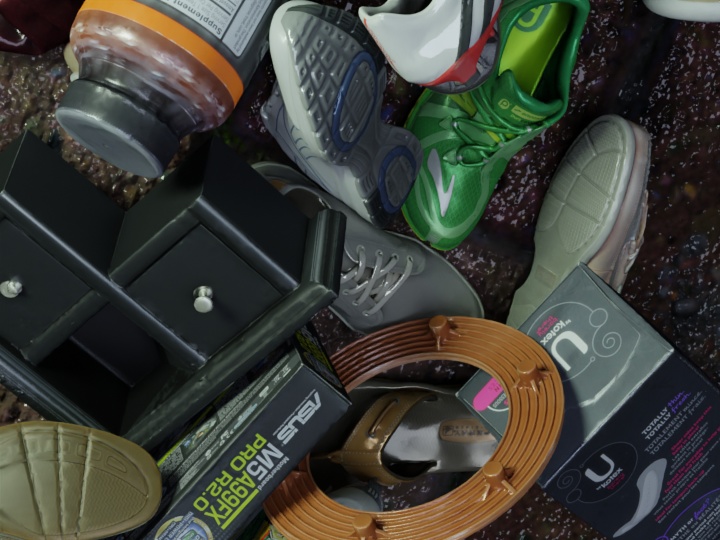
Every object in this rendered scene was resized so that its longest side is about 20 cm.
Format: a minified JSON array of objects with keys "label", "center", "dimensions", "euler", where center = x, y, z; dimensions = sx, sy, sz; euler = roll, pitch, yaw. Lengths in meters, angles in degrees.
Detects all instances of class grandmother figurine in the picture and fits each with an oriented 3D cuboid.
[{"label":"grandmother figurine","center":[-0.201,-0.177,1.139],"dimensions":[0.121,0.061,0.200],"euler":[-31,118,29]}]

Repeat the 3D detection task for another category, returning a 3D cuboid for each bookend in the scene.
[{"label":"bookend","center":[-0.146,-0.012,1.151],"dimensions":[0.200,0.092,0.199],"euler":[-38,113,24]}]

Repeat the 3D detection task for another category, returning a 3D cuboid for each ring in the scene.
[{"label":"ring","center":[0.027,0.095,1.166],"dimensions":[0.199,0.201,0.019],"euler":[-25,126,-3]}]

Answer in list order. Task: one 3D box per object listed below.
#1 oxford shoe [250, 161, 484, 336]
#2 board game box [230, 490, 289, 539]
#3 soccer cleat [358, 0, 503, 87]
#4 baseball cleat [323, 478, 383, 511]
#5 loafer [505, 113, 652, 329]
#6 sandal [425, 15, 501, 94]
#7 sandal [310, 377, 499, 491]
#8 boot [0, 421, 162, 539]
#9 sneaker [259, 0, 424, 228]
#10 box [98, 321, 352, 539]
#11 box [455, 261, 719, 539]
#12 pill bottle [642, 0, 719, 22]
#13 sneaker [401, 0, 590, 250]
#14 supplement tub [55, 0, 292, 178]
[{"label":"oxford shoe","center":[0.000,0.000,1.241],"dimensions":[0.199,0.058,0.075],"euler":[34,95,-23]},{"label":"board game box","center":[-0.105,0.204,1.231],"dimensions":[0.023,0.105,0.200],"euler":[31,117,-20]},{"label":"soccer cleat","center":[0.069,-0.201,1.101],"dimensions":[0.085,0.068,0.201],"euler":[36,81,-39]},{"label":"baseball cleat","center":[-0.049,0.220,1.259],"dimensions":[0.070,0.106,0.200],"euler":[45,103,3]},{"label":"loafer","center":[0.153,-0.009,1.273],"dimensions":[0.063,0.072,0.201],"euler":[7,114,-32]},{"label":"sandal","center":[0.048,-0.210,1.177],"dimensions":[0.079,0.057,0.203],"euler":[-1,94,7]},{"label":"sandal","center":[0.025,0.115,1.286],"dimensions":[0.198,0.054,0.081],"euler":[-2,109,-12]},{"label":"boot","center":[-0.212,0.145,1.186],"dimensions":[0.198,0.155,0.073],"euler":[-4,74,3]},{"label":"sneaker","center":[-0.027,-0.094,1.145],"dimensions":[0.075,0.087,0.200],"euler":[-57,154,-19]},{"label":"box","center":[-0.099,0.115,1.202],"dimensions":[0.044,0.160,0.200],"euler":[40,96,-20]},{"label":"box","center":[0.176,0.104,1.251],"dimensions":[0.122,0.106,0.200],"euler":[-47,137,4]},{"label":"pill bottle","center":[0.227,-0.261,1.171],"dimensions":[0.115,0.116,0.202],"euler":[-8,109,-10]},{"label":"sneaker","center":[0.082,-0.105,1.209],"dimensions":[0.074,0.084,0.201],"euler":[21,103,-18]},{"label":"supplement tub","center":[-0.098,-0.156,1.105],"dimensions":[0.107,0.107,0.201],"euler":[34,75,-21]}]
